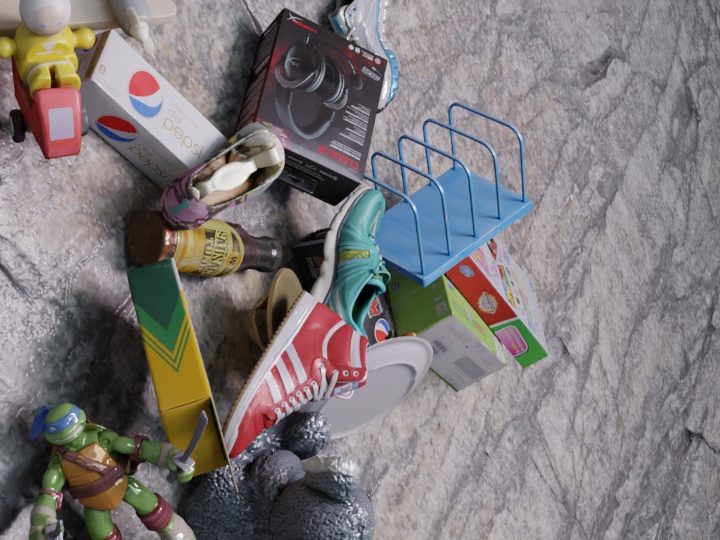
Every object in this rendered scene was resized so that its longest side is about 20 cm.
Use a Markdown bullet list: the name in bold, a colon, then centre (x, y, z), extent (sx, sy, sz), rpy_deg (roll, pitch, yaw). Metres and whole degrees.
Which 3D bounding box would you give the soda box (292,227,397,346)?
- **soda box**: centre (-0.012, 0.048, 1.519), extent (0.063, 0.070, 0.202), rpy_deg (-37, 113, -52)

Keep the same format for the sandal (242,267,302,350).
- **sandal**: centre (-0.101, 0.071, 1.402), extent (0.213, 0.069, 0.078), rpy_deg (74, 36, -51)

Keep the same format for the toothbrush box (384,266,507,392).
- **toothbrush box**: centre (0.105, 0.033, 1.617), extent (0.145, 0.086, 0.202), rpy_deg (41, 29, -43)

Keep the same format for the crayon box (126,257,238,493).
- **crayon box**: centre (-0.172, 0.106, 1.180), extent (0.126, 0.051, 0.201), rpy_deg (85, -14, -52)

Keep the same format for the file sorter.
- **file sorter**: centre (0.094, -0.102, 1.529), extent (0.199, 0.138, 0.124), rpy_deg (-35, 133, -28)

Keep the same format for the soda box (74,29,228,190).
- **soda box**: centre (-0.222, -0.156, 1.277), extent (0.200, 0.063, 0.069), rpy_deg (43, 50, -40)

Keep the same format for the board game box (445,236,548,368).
- **board game box**: centre (0.173, 0.010, 1.630), extent (0.200, 0.040, 0.154), rpy_deg (49, 23, -29)

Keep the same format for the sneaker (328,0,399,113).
- **sneaker**: centre (-0.007, -0.302, 1.619), extent (0.086, 0.075, 0.203), rpy_deg (7, 70, -46)

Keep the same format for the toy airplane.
- **toy airplane**: centre (-0.290, -0.228, 1.115), extent (0.198, 0.141, 0.201), rpy_deg (36, 67, -9)

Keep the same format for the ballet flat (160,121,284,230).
- **ballet flat**: centre (-0.125, -0.104, 1.282), extent (0.200, 0.071, 0.070), rpy_deg (-40, 106, -45)

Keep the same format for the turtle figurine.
- **turtle figurine**: centre (-0.217, 0.220, 1.110), extent (0.144, 0.198, 0.195), rpy_deg (-53, 136, -35)

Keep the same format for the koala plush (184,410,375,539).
- **koala plush**: centre (-0.061, 0.255, 1.270), extent (0.182, 0.199, 0.180), rpy_deg (-10, 101, -40)

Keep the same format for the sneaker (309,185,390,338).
- **sneaker**: centre (0.000, 0.000, 1.417), extent (0.078, 0.079, 0.202), rpy_deg (45, 55, -56)

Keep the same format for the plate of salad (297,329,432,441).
- **plate of salad**: centre (-0.005, 0.135, 1.438), extent (0.199, 0.200, 0.048), rpy_deg (9, 40, -53)

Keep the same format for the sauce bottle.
- **sauce bottle**: centre (-0.161, -0.026, 1.332), extent (0.199, 0.065, 0.067), rpy_deg (4, 79, -53)

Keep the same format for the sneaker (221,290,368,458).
- **sneaker**: centre (-0.063, 0.128, 1.284), extent (0.112, 0.071, 0.201), rpy_deg (32, 66, -2)

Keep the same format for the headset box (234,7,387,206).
- **headset box**: centre (-0.062, -0.184, 1.454), extent (0.148, 0.077, 0.202), rpy_deg (24, 60, -21)
